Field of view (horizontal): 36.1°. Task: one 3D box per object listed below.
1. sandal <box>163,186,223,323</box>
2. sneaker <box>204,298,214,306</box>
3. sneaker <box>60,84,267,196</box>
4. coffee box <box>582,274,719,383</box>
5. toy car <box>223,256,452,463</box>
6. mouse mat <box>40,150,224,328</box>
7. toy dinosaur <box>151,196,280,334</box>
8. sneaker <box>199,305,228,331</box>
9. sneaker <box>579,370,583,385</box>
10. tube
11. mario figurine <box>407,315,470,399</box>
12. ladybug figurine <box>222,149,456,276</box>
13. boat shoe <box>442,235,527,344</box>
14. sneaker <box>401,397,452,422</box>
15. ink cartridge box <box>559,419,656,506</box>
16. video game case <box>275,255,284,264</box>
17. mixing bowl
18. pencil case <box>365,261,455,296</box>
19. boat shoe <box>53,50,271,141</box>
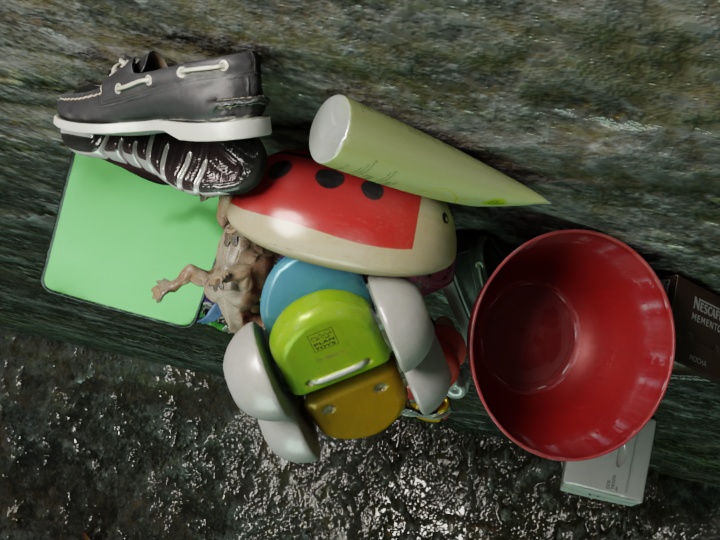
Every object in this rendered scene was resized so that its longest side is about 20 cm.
[{"bbox_3d":[-0.160,-0.019,1.099,0.079,0.087,0.202,28,151,41],"label":"sandal"},{"bbox_3d":[-0.194,-0.016,1.312,0.198,0.082,0.088,23,157,-33],"label":"sneaker"},{"bbox_3d":[-0.140,-0.100,0.912,0.197,0.077,0.115,19,177,27],"label":"sneaker"},{"bbox_3d":[0.267,0.059,1.125,0.112,0.081,0.198,23,165,-36],"label":"coffee box"},{"bbox_3d":[-0.024,0.058,0.952,0.172,0.152,0.201,-21,145,3],"label":"toy car"},{"bbox_3d":[-0.207,-0.040,1.043,0.158,0.202,0.008,16,-148,-14],"label":"mouse mat"},{"bbox_3d":[-0.103,-0.011,1.030,0.085,0.203,0.135,26,-171,35],"label":"toy dinosaur"},{"bbox_3d":[-0.153,0.044,1.503,0.077,0.087,0.199,20,165,-31],"label":"sneaker"},{"bbox_3d":[0.243,0.143,1.176,0.098,0.071,0.200,12,170,-5],"label":"sneaker"},{"bbox_3d":[0.053,-0.077,0.839,0.198,0.058,0.052,16,124,-37],"label":"tube"},{"bbox_3d":[0.054,0.062,1.134,0.122,0.108,0.200,11,-170,-26],"label":"mario figurine"},{"bbox_3d":[-0.013,-0.051,0.899,0.196,0.073,0.136,9,-160,-9],"label":"ladybug figurine"},{"bbox_3d":[0.141,0.055,1.097,0.063,0.071,0.202,-10,120,38],"label":"boat shoe"},{"bbox_3d":[0.091,0.259,2.243,0.196,0.079,0.082,4,164,-2],"label":"sneaker"},{"bbox_3d":[0.446,0.337,2.010,0.142,0.150,0.200,11,167,11],"label":"ink cartridge box"},{"bbox_3d":[-0.057,-0.028,1.189,0.197,0.036,0.181,17,166,-17],"label":"video game case"},{"bbox_3d":[0.174,0.065,1.013,0.197,0.204,0.108,16,176,-15],"label":"mixing bowl"},{"bbox_3d":[0.000,0.000,1.054,0.082,0.088,0.199,-2,166,-42],"label":"pencil case"},{"bbox_3d":[-0.147,-0.127,0.798,0.197,0.062,0.073,7,-165,38],"label":"boat shoe"}]
